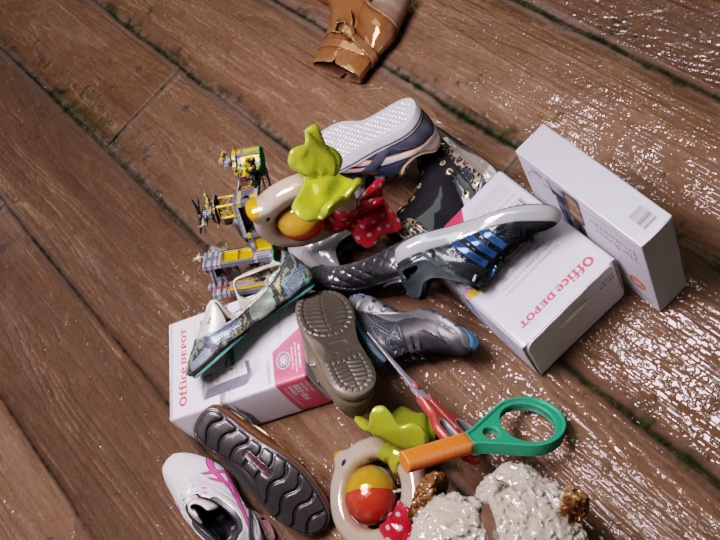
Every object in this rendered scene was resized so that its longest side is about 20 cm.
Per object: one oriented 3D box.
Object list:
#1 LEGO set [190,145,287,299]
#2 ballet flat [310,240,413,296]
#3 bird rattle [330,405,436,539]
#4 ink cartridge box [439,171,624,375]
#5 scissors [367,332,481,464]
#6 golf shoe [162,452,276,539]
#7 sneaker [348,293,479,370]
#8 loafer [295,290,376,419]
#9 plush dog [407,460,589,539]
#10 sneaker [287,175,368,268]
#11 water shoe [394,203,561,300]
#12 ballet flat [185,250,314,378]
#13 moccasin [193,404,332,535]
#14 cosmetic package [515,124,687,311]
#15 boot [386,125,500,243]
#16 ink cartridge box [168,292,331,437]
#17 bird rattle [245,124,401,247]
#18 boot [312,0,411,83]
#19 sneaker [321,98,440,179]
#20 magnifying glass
[{"bbox_3d":[-0.172,-0.060,1.277,0.114,0.202,0.156,-8,48,6],"label":"LEGO set"},{"bbox_3d":[0.000,0.000,1.218,0.198,0.066,0.058,-7,73,39],"label":"ballet flat"},{"bbox_3d":[0.037,0.257,1.083,0.161,0.112,0.204,-20,72,35],"label":"bird rattle"},{"bbox_3d":[0.189,0.001,1.140,0.147,0.086,0.200,-43,53,-2],"label":"ink cartridge box"},{"bbox_3d":[0.067,0.142,1.094,0.200,0.073,0.014,44,114,13],"label":"scissors"},{"bbox_3d":[-0.184,0.278,1.164,0.199,0.092,0.073,32,80,38],"label":"golf shoe"},{"bbox_3d":[0.056,0.088,1.172,0.198,0.073,0.083,8,69,41],"label":"sneaker"},{"bbox_3d":[-0.033,0.099,1.139,0.075,0.068,0.201,-6,36,-11],"label":"loafer"},{"bbox_3d":[0.131,0.271,0.942,0.169,0.162,0.202,-9,56,-8],"label":"plush dog"},{"bbox_3d":[-0.015,-0.080,1.309,0.091,0.076,0.202,25,76,18],"label":"sneaker"},{"bbox_3d":[0.139,-0.019,1.096,0.197,0.071,0.080,-16,83,18],"label":"water shoe"},{"bbox_3d":[-0.149,0.048,1.184,0.199,0.075,0.074,-38,52,-5],"label":"ballet flat"},{"bbox_3d":[-0.114,0.239,1.150,0.200,0.078,0.074,33,91,13],"label":"moccasin"},{"bbox_3d":[0.274,-0.060,1.092,0.052,0.151,0.200,-43,52,-1],"label":"cosmetic package"},{"bbox_3d":[0.083,-0.105,1.266,0.199,0.073,0.151,38,84,33],"label":"boot"},{"bbox_3d":[-0.146,0.118,1.242,0.197,0.085,0.148,-20,55,17],"label":"ink cartridge box"},{"bbox_3d":[-0.052,-0.083,1.175,0.161,0.200,0.114,-22,71,12],"label":"bird rattle"},{"bbox_3d":[-0.031,-0.376,1.487,0.198,0.077,0.157,26,80,28],"label":"boot"},{"bbox_3d":[0.014,-0.154,1.250,0.198,0.079,0.080,-13,53,39],"label":"sneaker"},{"bbox_3d":[0.134,0.182,1.036,0.197,0.023,0.080,-10,35,-23],"label":"magnifying glass"}]
